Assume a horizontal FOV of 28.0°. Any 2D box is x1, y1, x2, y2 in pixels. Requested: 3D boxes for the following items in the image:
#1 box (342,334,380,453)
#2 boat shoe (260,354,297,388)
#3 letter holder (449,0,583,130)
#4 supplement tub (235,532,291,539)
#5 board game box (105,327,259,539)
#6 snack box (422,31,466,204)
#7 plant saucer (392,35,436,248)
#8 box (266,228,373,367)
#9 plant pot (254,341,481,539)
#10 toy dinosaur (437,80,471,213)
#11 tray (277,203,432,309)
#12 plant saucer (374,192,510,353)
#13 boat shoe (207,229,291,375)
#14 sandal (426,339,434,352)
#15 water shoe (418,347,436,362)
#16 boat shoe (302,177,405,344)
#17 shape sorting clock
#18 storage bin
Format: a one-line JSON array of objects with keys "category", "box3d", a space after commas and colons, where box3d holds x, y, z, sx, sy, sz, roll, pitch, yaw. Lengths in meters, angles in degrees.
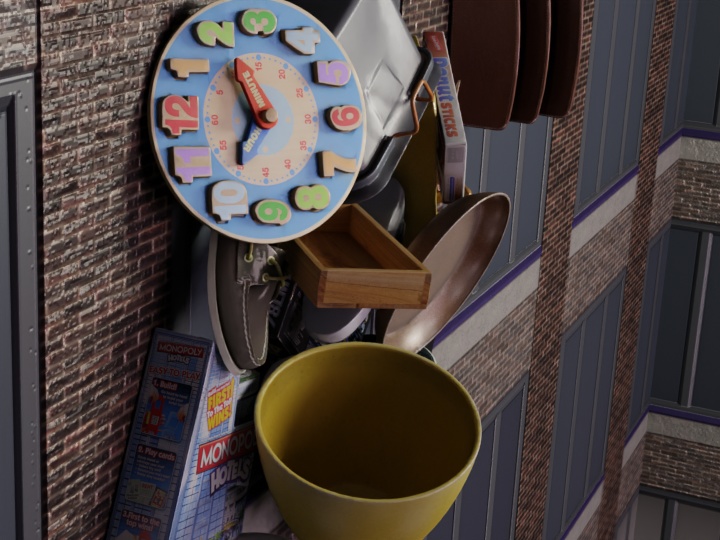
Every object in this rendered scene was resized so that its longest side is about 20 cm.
[{"category": "box", "box3d": [0.020, 0.193, 1.486, 0.161, 0.043, 0.201, -74, 161, -52]}, {"category": "boat shoe", "box3d": [-0.048, 0.175, 1.394, 0.201, 0.074, 0.093, 83, -12, -48]}, {"category": "letter holder", "box3d": [0.189, -0.278, 1.750, 0.101, 0.141, 0.202, -39, 135, -58]}, {"category": "supplement tub", "box3d": [-0.097, 0.359, 1.321, 0.144, 0.143, 0.202, -47, 141, -53]}, {"category": "board game box", "box3d": [-0.137, 0.147, 1.240, 0.200, 0.061, 0.202, -11, 111, -67]}, {"category": "snack box", "box3d": [0.083, -0.157, 1.451, 0.201, 0.024, 0.072, -96, -176, -49]}, {"category": "plant saucer", "box3d": [0.046, -0.121, 1.514, 0.200, 0.048, 0.202, -98, -174, -62]}, {"category": "box", "box3d": [-0.038, 0.014, 1.442, 0.200, 0.049, 0.200, 58, 46, -59]}, {"category": "plant pot", "box3d": [-0.001, 0.183, 1.291, 0.200, 0.198, 0.143, -52, 157, -49]}, {"category": "toy dinosaur", "box3d": [0.088, -0.102, 1.568, 0.060, 0.107, 0.200, -23, 162, -20]}, {"category": "tray", "box3d": [-0.020, -0.016, 1.257, 0.200, 0.098, 0.037, -133, -132, -62]}, {"category": "plant saucer", "box3d": [0.074, 0.002, 1.406, 0.200, 0.032, 0.201, -47, 160, -23]}, {"category": "boat shoe", "box3d": [-0.091, -0.015, 1.208, 0.072, 0.060, 0.204, 47, 38, -69]}, {"category": "sandal", "box3d": [0.068, 0.135, 1.764, 0.076, 0.042, 0.202, 41, 62, -65]}, {"category": "water shoe", "box3d": [0.036, 0.118, 1.638, 0.200, 0.071, 0.080, -44, 141, -55]}, {"category": "boat shoe", "box3d": [0.000, 0.000, 1.392, 0.067, 0.069, 0.201, 71, 28, -47]}, {"category": "shape sorting clock", "box3d": [-0.079, -0.123, 1.169, 0.198, 0.039, 0.202, 0, 89, -28]}, {"category": "storage bin", "box3d": [-0.017, -0.177, 1.311, 0.201, 0.144, 0.135, -63, 143, -35]}]
